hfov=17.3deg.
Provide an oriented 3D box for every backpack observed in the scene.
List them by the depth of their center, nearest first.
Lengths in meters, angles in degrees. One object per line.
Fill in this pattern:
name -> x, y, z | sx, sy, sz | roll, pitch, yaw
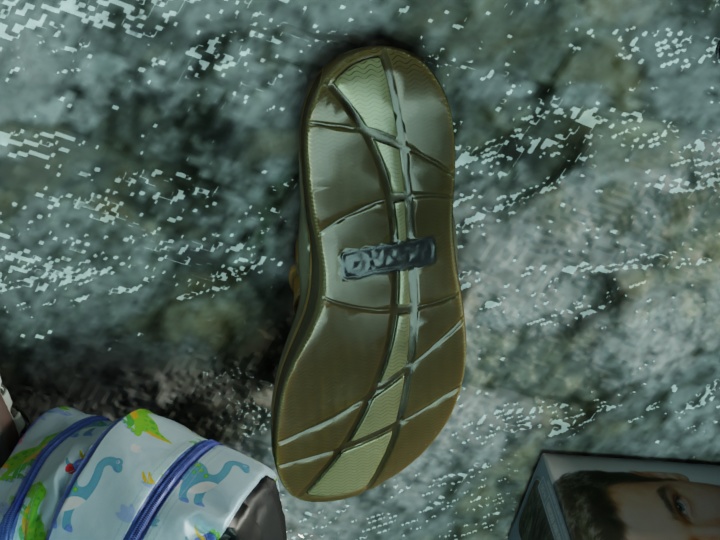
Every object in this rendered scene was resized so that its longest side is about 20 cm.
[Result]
backpack -> -0.095, 0.147, 0.973 | 0.154, 0.163, 0.200 | 35, 146, 3

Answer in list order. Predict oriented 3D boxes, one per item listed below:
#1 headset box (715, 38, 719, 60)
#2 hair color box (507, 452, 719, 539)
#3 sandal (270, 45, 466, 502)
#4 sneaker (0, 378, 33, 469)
headset box -> 0.220, -0.129, 0.869 | 0.200, 0.093, 0.174 | -31, 128, 13
hair color box -> 0.177, 0.143, 1.075 | 0.199, 0.099, 0.061 | 5, 128, -17
sandal -> 0.000, 0.000, 0.955 | 0.080, 0.054, 0.201 | -5, 115, -16
sneaker -> -0.171, 0.054, 0.958 | 0.082, 0.077, 0.200 | -12, 137, -39
